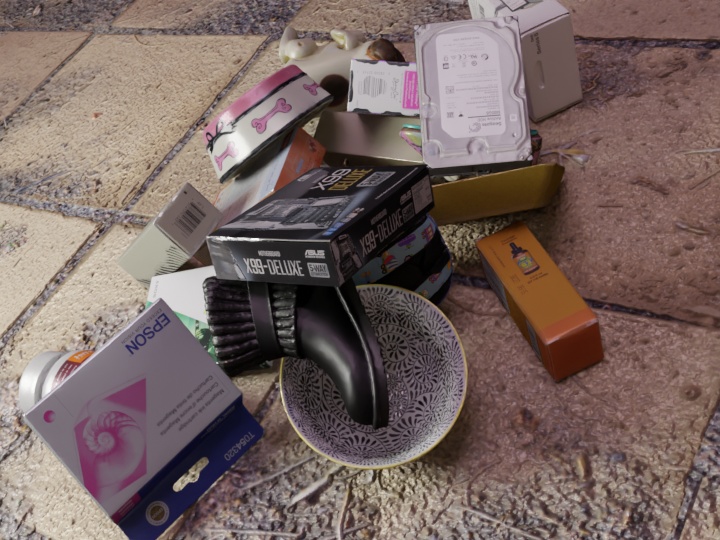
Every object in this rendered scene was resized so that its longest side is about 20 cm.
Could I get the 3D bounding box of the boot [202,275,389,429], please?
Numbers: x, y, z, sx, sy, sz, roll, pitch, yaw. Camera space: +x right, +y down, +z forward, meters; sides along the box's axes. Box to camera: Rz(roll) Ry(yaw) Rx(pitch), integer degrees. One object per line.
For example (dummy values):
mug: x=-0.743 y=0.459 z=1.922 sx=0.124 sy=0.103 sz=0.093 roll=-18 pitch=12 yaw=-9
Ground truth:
boot: x=-0.066 y=0.081 z=0.980 sx=0.155 sy=0.080 sz=0.213 roll=-17 pitch=59 yaw=-9

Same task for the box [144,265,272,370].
box: x=-0.194 y=0.063 z=1.246 sx=0.197 sy=0.036 sz=0.147 roll=-11 pitch=57 yaw=26

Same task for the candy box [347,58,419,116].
candy box: x=0.091 y=-0.248 z=1.353 sx=0.196 sy=0.073 sz=0.168 roll=5 pitch=9 yaw=8

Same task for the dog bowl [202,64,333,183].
dog bowl: x=-0.136 y=-0.210 z=1.361 sx=0.199 sy=0.074 sz=0.200 roll=-37 pitch=5 yaw=4

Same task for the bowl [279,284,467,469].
bowl: x=0.017 y=0.126 z=1.051 sx=0.197 sy=0.095 sz=0.204 roll=-2 pitch=64 yaw=4

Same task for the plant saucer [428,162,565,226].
plant saucer: x=0.154 y=-0.089 z=1.209 sx=0.196 sy=0.049 sz=0.200 roll=-10 pitch=1 yaw=16

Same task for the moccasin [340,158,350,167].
moccasin: x=-0.027 y=-0.113 z=1.358 sx=0.077 sy=0.075 sz=0.200 roll=-24 pitch=15 yaw=-36

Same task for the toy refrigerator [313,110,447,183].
toy refrigerator: x=0.033 y=-0.179 z=1.387 sx=0.197 sy=0.076 sz=0.071 roll=10 pitch=77 yaw=34

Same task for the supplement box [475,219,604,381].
supplement box: x=0.201 y=0.029 z=1.109 sx=0.066 sy=0.069 sz=0.201 roll=-24 pitch=42 yaw=-2

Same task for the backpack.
backpack: x=0.000 y=0.000 z=1.142 sx=0.198 sy=0.184 sz=0.135 roll=-34 pitch=37 yaw=-3

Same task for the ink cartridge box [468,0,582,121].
ink cartridge box: x=0.237 y=-0.335 z=1.416 sx=0.083 sy=0.147 sz=0.201 roll=-23 pitch=41 yaw=-2

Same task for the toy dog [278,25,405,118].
toy dog: x=-0.025 y=-0.307 z=1.510 sx=0.196 sy=0.142 sz=0.195 roll=-3 pitch=24 yaw=12

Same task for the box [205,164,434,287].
box: x=-0.036 y=-0.051 z=1.001 sx=0.155 sy=0.051 sz=0.200 roll=3 pitch=27 yaw=34

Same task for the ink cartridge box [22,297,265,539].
ink cartridge box: x=-0.232 y=0.170 z=1.079 sx=0.196 sy=0.201 sz=0.043 roll=-43 pitch=4 yaw=-21

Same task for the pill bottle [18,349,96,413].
pill bottle: x=-0.316 y=0.157 z=1.187 sx=0.197 sy=0.111 sz=0.110 roll=7 pitch=49 yaw=31

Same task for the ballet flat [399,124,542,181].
ballet flat: x=0.147 y=-0.153 z=1.283 sx=0.196 sy=0.073 sz=0.069 roll=0 pitch=11 yaw=-15

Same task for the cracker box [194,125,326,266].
cracker box: x=-0.141 y=-0.094 z=1.345 sx=0.199 sy=0.057 sz=0.135 roll=-33 pitch=29 yaw=41

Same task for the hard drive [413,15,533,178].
hard drive: x=0.140 y=-0.220 z=1.227 sx=0.137 sy=0.038 sz=0.204 roll=-4 pitch=73 yaw=5

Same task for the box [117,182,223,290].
box: x=-0.262 y=-0.042 z=1.325 sx=0.083 sy=0.068 sz=0.199 roll=-54 pitch=13 yaw=-27
